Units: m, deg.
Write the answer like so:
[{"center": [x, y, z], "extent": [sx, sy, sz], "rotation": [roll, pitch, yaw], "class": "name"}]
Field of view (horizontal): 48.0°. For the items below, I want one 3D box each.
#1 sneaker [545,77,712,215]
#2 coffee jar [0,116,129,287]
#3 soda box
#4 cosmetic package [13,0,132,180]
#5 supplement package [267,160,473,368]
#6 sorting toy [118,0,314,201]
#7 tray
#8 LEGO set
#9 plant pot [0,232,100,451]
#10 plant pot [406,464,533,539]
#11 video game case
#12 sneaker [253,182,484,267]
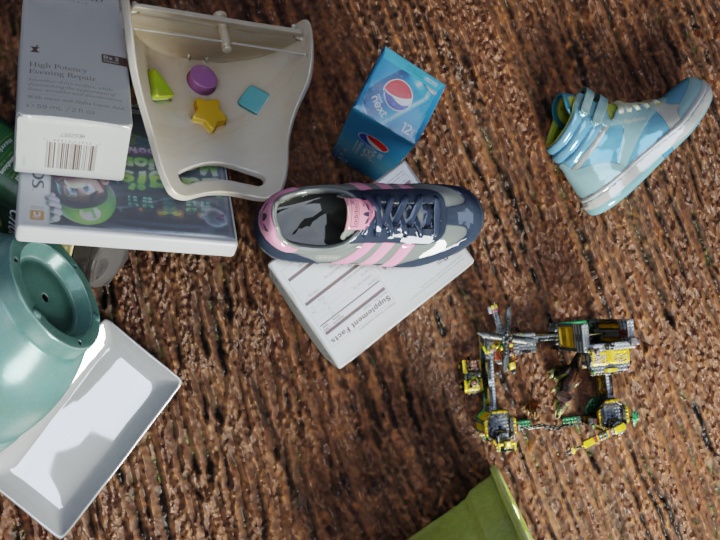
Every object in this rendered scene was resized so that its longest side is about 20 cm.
[{"center": [0.290, -0.175, 0.899], "extent": [0.200, 0.080, 0.131], "rotation": [-44, 94, -8], "class": "sneaker"}, {"center": [-0.318, -0.069, 0.804], "extent": [0.197, 0.105, 0.086], "rotation": [30, 50, -4], "class": "coffee jar"}, {"center": [0.022, -0.146, 0.803], "extent": [0.067, 0.200, 0.065], "rotation": [29, 84, -5], "class": "soda box"}, {"center": [-0.274, -0.183, 0.769], "extent": [0.099, 0.075, 0.203], "rotation": [3, 51, -25], "class": "cosmetic package"}, {"center": [0.000, 0.000, 0.792], "extent": [0.155, 0.200, 0.112], "rotation": [-37, 90, -7], "class": "supplement package"}, {"center": [-0.144, -0.157, 0.797], "extent": [0.196, 0.106, 0.185], "rotation": [-1, 74, -32], "class": "sorting toy"}, {"center": [-0.285, 0.162, 0.838], "extent": [0.107, 0.022, 0.201], "rotation": [38, 83, -4], "class": "tray"}, {"center": [0.210, 0.117, 0.852], "extent": [0.195, 0.116, 0.158], "rotation": [4, 86, -6], "class": "LEGO set"}, {"center": [-0.324, 0.047, 0.735], "extent": [0.132, 0.200, 0.204], "rotation": [-27, 90, 10], "class": "plant pot"}, {"center": [0.099, 0.328, 0.804], "extent": [0.181, 0.200, 0.204], "rotation": [-27, 90, 4], "class": "plant pot"}, {"center": [-0.225, -0.096, 0.783], "extent": [0.196, 0.024, 0.185], "rotation": [4, 50, -25], "class": "video game case"}, {"center": [0.012, -0.037, 0.653], "extent": [0.195, 0.082, 0.072], "rotation": [-6, 86, -7], "class": "sneaker"}]
